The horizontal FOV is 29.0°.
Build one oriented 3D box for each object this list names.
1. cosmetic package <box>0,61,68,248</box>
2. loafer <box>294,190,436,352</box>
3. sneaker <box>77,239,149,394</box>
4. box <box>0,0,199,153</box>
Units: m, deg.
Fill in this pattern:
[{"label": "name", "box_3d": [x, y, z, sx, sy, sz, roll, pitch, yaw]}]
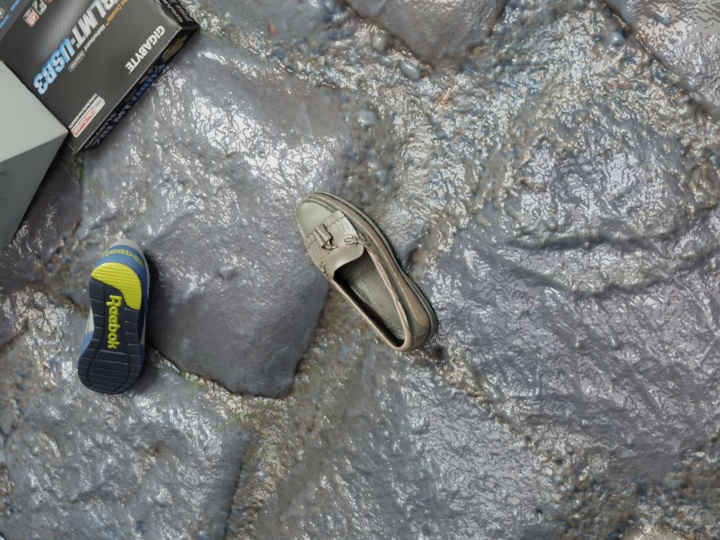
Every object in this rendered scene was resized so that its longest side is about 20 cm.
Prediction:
[{"label": "cosmetic package", "box_3d": [-0.454, -0.095, 1.507, 0.123, 0.199, 0.200, 44, 128, 9]}, {"label": "loafer", "box_3d": [0.000, 0.000, 1.434, 0.072, 0.063, 0.200, -44, 83, 25]}, {"label": "sneaker", "box_3d": [-0.271, 0.054, 1.561, 0.073, 0.083, 0.201, 12, 126, -8]}, {"label": "box", "box_3d": [-0.305, -0.267, 1.515, 0.200, 0.050, 0.199, -43, 82, 25]}]
